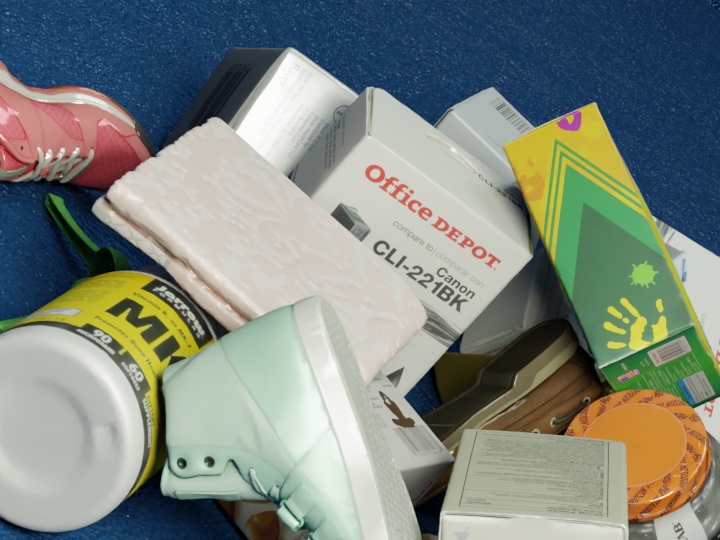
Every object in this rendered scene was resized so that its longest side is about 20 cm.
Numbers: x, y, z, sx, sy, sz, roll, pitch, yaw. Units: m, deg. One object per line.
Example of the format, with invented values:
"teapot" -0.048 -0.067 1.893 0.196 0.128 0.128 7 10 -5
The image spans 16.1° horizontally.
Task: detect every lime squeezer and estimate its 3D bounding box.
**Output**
"lime squeezer" -0.180 0.004 1.608 0.071 0.038 0.200 37 22 -13

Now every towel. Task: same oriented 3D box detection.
"towel" -0.056 -0.004 1.538 0.191 0.032 0.200 41 22 3

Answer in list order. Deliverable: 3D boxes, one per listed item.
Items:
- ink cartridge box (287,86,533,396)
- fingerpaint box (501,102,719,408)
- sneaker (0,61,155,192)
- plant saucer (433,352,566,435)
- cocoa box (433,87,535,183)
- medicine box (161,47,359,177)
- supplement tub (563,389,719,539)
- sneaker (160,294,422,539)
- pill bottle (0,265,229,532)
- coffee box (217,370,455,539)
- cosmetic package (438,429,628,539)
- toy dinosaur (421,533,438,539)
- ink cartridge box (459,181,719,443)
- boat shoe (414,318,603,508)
"ink cartridge box" 0.000 0.000 1.702 0.144 0.200 0.084 35 22 -17
"fingerpaint box" 0.173 0.002 1.709 0.200 0.073 0.167 46 21 -70
"sneaker" -0.225 -0.083 1.680 0.200 0.074 0.087 24 41 -31
"plant saucer" 0.154 0.125 1.830 0.199 0.049 0.200 27 -7 -13
"cocoa box" 0.119 -0.028 2.059 0.200 0.131 0.133 44 21 4
"medicine box" -0.023 -0.065 1.831 0.200 0.103 0.182 37 -5 -15
"supplement tub" 0.195 0.179 1.692 0.200 0.122 0.123 73 -7 -46
"sneaker" -0.040 0.126 1.364 0.074 0.118 0.201 18 51 -75
"pill bottle" -0.145 0.065 1.444 0.114 0.114 0.200 43 21 2
"coffee box" -0.053 0.084 1.571 0.200 0.114 0.080 49 23 20
"cosmetic package" 0.099 0.148 1.436 0.103 0.073 0.200 4 10 6
"toy dinosaur" 0.084 0.220 1.601 0.200 0.086 0.135 38 38 19
"ink cartridge box" 0.187 0.033 1.897 0.200 0.086 0.147 28 61 -24
"boat shoe" 0.079 0.117 1.670 0.068 0.200 0.072 58 -13 -17
